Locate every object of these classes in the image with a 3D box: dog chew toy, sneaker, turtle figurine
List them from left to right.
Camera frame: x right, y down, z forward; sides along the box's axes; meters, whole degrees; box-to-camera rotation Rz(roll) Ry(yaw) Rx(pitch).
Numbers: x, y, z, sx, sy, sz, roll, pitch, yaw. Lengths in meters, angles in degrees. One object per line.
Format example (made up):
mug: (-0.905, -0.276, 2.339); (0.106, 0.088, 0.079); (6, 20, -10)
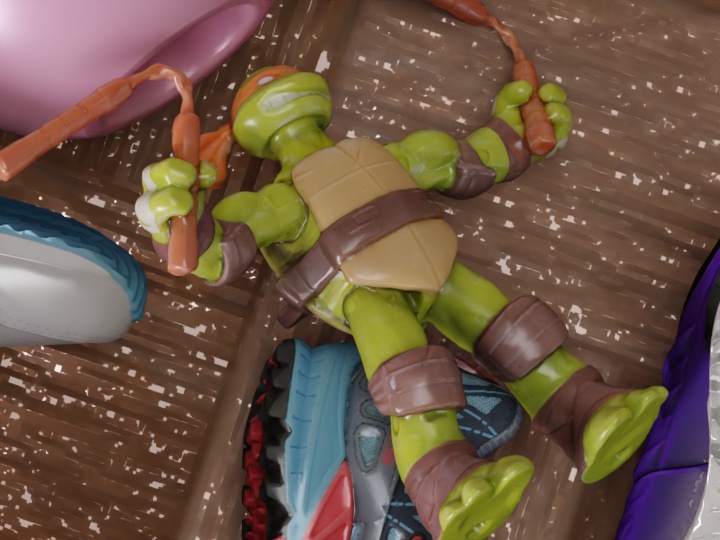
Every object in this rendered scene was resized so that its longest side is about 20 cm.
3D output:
sneaker: (-0.160, 0.013, 0.848); (0.199, 0.077, 0.081); (2, 93, 2)
dog chew toy: (-0.109, -0.136, 0.837); (0.124, 0.125, 0.200); (-36, 82, -6)
turtle figurine: (0.000, 0.000, 0.825); (0.200, 0.064, 0.161); (-16, 63, -44)
sneaker: (0.014, 0.120, 0.849); (0.095, 0.079, 0.201); (1, 87, -7)
sneaker: (0.113, 0.059, 0.863); (0.069, 0.100, 0.201); (17, 116, -4)
